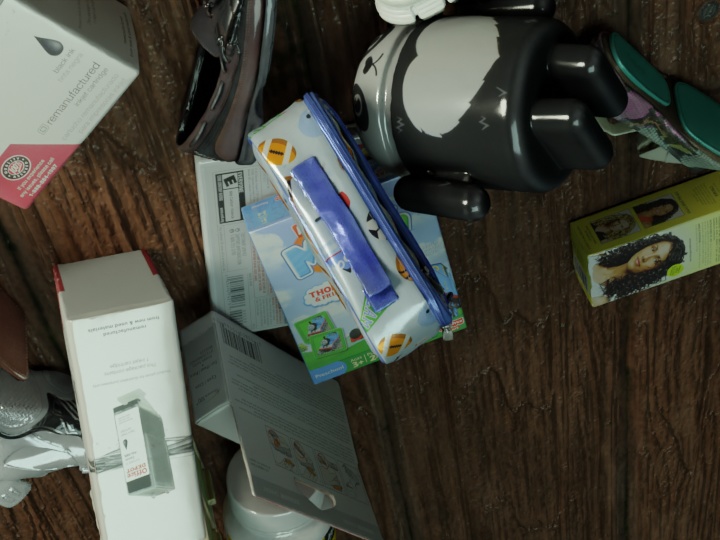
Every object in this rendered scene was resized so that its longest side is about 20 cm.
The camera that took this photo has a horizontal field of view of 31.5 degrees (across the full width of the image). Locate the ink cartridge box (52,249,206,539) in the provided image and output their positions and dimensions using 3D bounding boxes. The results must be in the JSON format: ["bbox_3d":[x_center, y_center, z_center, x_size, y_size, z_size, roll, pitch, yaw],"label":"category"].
[{"bbox_3d":[-0.184,0.103,1.014,0.082,0.147,0.203,-10,110,-15],"label":"ink cartridge box"}]

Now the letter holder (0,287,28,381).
[{"bbox_3d":[-0.342,0.045,0.955,0.099,0.143,0.201,-25,136,6],"label":"letter holder"}]

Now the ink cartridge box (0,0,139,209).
[{"bbox_3d":[-0.266,-0.149,0.836,0.199,0.085,0.146,28,118,-36],"label":"ink cartridge box"}]

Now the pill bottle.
[{"bbox_3d":[-0.080,0.264,1.285,0.112,0.115,0.202,-11,136,-9],"label":"pill bottle"}]

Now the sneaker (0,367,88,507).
[{"bbox_3d":[-0.269,0.154,1.141,0.198,0.076,0.115,18,125,-27],"label":"sneaker"}]

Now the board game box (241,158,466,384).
[{"bbox_3d":[0.000,0.000,1.080,0.149,0.037,0.201,-20,135,0],"label":"board game box"}]

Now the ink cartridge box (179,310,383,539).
[{"bbox_3d":[-0.068,0.148,1.111,0.044,0.178,0.199,-30,144,20],"label":"ink cartridge box"}]

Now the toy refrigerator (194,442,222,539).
[{"bbox_3d":[-0.163,0.246,1.174,0.069,0.202,0.077,-16,136,-4],"label":"toy refrigerator"}]

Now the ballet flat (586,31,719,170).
[{"bbox_3d":[0.242,-0.129,1.062,0.198,0.070,0.071,26,139,-32],"label":"ballet flat"}]

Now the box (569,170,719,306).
[{"bbox_3d":[0.295,-0.036,1.175,0.197,0.050,0.076,-20,136,-1],"label":"box"}]

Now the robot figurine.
[{"bbox_3d":[0.087,-0.122,0.920,0.150,0.198,0.127,-39,127,-44],"label":"robot figurine"}]

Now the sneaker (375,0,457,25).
[{"bbox_3d":[0.082,-0.252,0.870,0.198,0.079,0.091,-32,128,9],"label":"sneaker"}]

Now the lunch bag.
[{"bbox_3d":[-0.002,-0.026,0.917,0.075,0.202,0.160,-32,177,0],"label":"lunch bag"}]

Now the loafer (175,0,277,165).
[{"bbox_3d":[-0.096,-0.155,0.905,0.062,0.073,0.202,-1,136,-12],"label":"loafer"}]

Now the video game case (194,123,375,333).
[{"bbox_3d":[-0.043,-0.033,1.076,0.179,0.023,0.202,-10,134,-11],"label":"video game case"}]
